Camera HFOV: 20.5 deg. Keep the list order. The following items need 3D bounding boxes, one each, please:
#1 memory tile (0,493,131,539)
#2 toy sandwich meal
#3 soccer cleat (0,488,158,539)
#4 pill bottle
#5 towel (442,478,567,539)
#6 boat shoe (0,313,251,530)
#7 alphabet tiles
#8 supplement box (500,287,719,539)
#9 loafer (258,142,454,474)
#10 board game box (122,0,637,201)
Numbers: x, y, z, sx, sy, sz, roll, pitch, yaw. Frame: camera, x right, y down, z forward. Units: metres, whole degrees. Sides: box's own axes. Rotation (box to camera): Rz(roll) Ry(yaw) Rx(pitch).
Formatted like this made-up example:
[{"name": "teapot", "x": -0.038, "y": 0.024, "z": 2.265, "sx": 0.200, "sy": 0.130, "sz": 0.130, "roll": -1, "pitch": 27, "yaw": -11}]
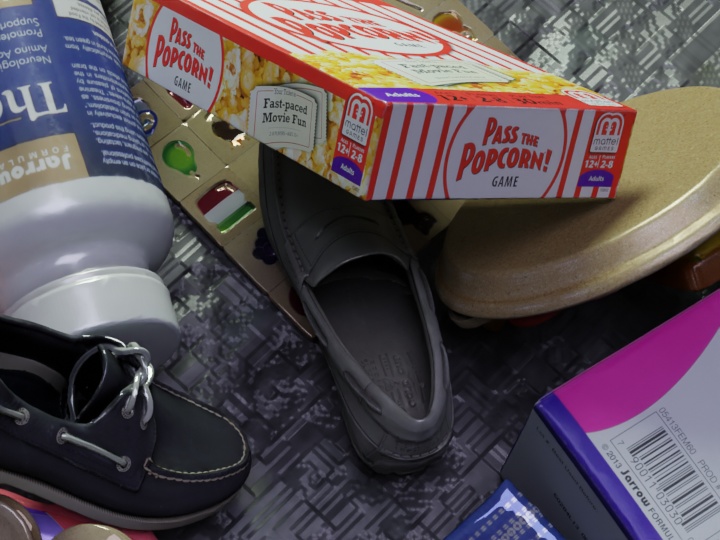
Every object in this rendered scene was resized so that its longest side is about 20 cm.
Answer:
[{"name": "memory tile", "x": -0.106, "y": 0.190, "z": 0.850, "sx": 0.200, "sy": 0.017, "sz": 0.153, "roll": 18, "pitch": 94, "yaw": 10}, {"name": "toy sandwich meal", "x": 0.132, "y": -0.022, "z": 0.971, "sx": 0.205, "sy": 0.205, "sz": 0.070, "roll": -39, "pitch": 113, "yaw": -22}, {"name": "soccer cleat", "x": -0.189, "y": 0.126, "z": 0.896, "sx": 0.200, "sy": 0.067, "sz": 0.077, "roll": 13, "pitch": 68, "yaw": -5}, {"name": "pill bottle", "x": -0.154, "y": -0.044, "z": 0.953, "sx": 0.111, "sy": 0.111, "sz": 0.200, "roll": -15, "pitch": 67, "yaw": -14}, {"name": "towel", "x": 0.081, "y": 0.214, "z": 0.891, "sx": 0.145, "sy": 0.024, "sz": 0.200, "roll": -42, "pitch": 76, "yaw": -4}, {"name": "boat shoe", "x": -0.116, "y": 0.062, "z": 0.869, "sx": 0.200, "sy": 0.063, "sz": 0.073, "roll": 18, "pitch": 38, "yaw": -41}, {"name": "alphabet tiles", "x": -0.010, "y": -0.080, "z": 1.050, "sx": 0.200, "sy": 0.008, "sz": 0.167, "roll": -39, "pitch": 75, "yaw": -23}, {"name": "supplement box", "x": 0.181, "y": 0.071, "z": 0.952, "sx": 0.200, "sy": 0.103, "sz": 0.101, "roll": -29, "pitch": 72, "yaw": -18}, {"name": "loafer", "x": 0.000, "y": 0.000, "z": 0.970, "sx": 0.070, "sy": 0.070, "sz": 0.200, "roll": -17, "pitch": 68, "yaw": -15}, {"name": "board game box", "x": 0.005, "y": -0.085, "z": 0.934, "sx": 0.151, "sy": 0.046, "sz": 0.200, "roll": -2, "pitch": 22, "yaw": -40}]
